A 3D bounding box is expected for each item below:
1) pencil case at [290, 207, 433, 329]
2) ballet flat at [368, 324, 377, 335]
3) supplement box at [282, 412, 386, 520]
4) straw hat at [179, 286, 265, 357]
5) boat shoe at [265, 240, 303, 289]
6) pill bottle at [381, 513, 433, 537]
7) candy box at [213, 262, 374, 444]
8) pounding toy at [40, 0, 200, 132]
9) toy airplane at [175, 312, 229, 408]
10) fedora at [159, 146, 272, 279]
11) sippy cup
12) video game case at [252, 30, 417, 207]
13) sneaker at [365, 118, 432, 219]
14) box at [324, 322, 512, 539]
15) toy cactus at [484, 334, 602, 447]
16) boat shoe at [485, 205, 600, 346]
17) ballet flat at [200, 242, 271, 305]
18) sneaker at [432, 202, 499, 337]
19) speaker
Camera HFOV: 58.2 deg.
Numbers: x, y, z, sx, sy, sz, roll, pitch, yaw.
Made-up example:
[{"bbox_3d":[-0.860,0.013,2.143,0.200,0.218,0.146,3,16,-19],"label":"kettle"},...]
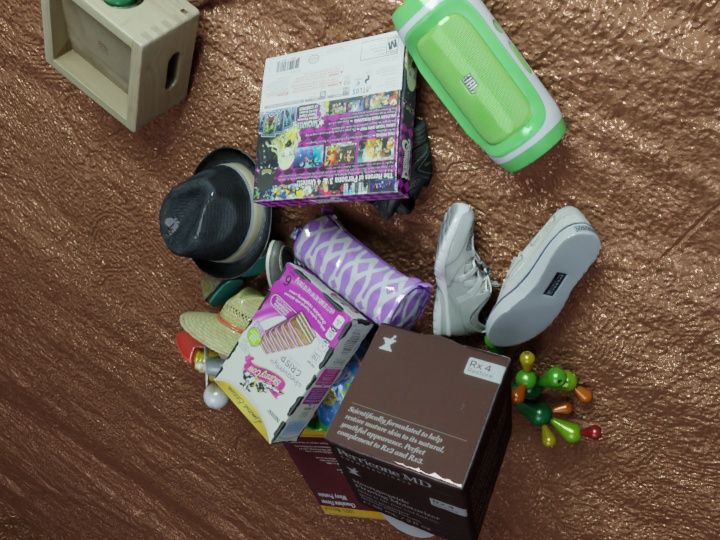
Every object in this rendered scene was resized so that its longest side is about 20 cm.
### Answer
[{"bbox_3d":[0.000,0.000,0.855,0.200,0.084,0.086,39,102,27],"label":"pencil case"},{"bbox_3d":[-0.028,0.101,1.002,0.067,0.046,0.200,37,134,2],"label":"ballet flat"},{"bbox_3d":[0.004,0.286,1.059,0.197,0.133,0.200,-10,116,36],"label":"supplement box"},{"bbox_3d":[-0.175,0.072,1.019,0.201,0.201,0.085,28,97,12],"label":"straw hat"},{"bbox_3d":[-0.095,0.022,0.957,0.057,0.067,0.200,6,147,8],"label":"boat shoe"},{"bbox_3d":[0.107,0.275,0.939,0.109,0.200,0.110,17,131,21],"label":"pill bottle"},{"bbox_3d":[-0.093,0.110,0.866,0.136,0.061,0.200,38,101,31],"label":"candy box"},{"bbox_3d":[-0.275,-0.308,0.810,0.184,0.142,0.200,39,145,2],"label":"pounding toy"},{"bbox_3d":[-0.207,0.175,1.101,0.199,0.141,0.200,0,146,50],"label":"toy airplane"},{"bbox_3d":[-0.217,-0.077,0.913,0.200,0.092,0.201,7,103,36],"label":"fedora"},{"bbox_3d":[-0.022,0.150,0.942,0.139,0.178,0.131,0,125,48],"label":"sippy cup"},{"bbox_3d":[-0.032,-0.168,0.740,0.200,0.036,0.182,0,82,32],"label":"video game case"},{"bbox_3d":[0.000,-0.113,0.804,0.199,0.076,0.115,-5,114,28],"label":"sneaker"},{"bbox_3d":[0.081,0.200,0.783,0.166,0.164,0.200,14,146,24],"label":"box"},{"bbox_3d":[0.215,0.170,0.880,0.200,0.102,0.165,39,146,-15],"label":"toy cactus"},{"bbox_3d":[0.207,0.008,0.772,0.071,0.070,0.200,12,130,-14],"label":"boat shoe"},{"bbox_3d":[-0.194,-0.011,1.017,0.071,0.071,0.200,48,132,-8],"label":"ballet flat"},{"bbox_3d":[0.136,0.001,0.822,0.082,0.075,0.200,4,130,9],"label":"sneaker"},{"bbox_3d":[0.121,-0.200,0.658,0.200,0.088,0.088,50,133,-10],"label":"speaker"}]
